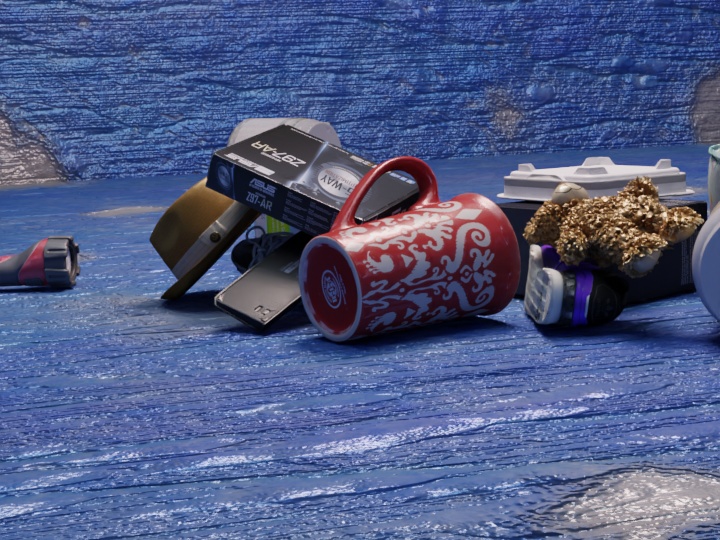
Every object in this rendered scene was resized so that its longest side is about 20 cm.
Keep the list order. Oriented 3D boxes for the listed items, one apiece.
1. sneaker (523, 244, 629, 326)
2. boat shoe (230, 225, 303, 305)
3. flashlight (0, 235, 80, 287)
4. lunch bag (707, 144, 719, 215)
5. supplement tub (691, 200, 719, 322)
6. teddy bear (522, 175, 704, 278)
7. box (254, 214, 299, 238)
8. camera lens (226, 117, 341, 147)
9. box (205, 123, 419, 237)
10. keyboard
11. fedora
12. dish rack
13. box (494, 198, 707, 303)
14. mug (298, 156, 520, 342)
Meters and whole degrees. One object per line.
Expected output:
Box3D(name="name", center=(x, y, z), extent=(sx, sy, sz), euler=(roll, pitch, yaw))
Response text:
Box3D(name="sneaker", center=(0.228, 0.022, 1.521), extent=(0.099, 0.070, 0.200), euler=(5, 12, -1))
Box3D(name="boat shoe", center=(-0.098, -0.016, 1.680), extent=(0.086, 0.075, 0.202), euler=(32, -9, -26))
Box3D(name="flashlight", center=(-0.463, -0.010, 1.857), extent=(0.200, 0.068, 0.068), euler=(0, 10, 6))
Box3D(name="lunch bag", center=(0.463, -0.062, 1.645), extent=(0.122, 0.171, 0.200), euler=(-8, 8, 8))
Box3D(name="supplement tub", center=(0.399, -0.012, 1.412), extent=(0.145, 0.146, 0.200), euler=(1, 9, 18))
Box3D(name="teddy bear", center=(0.251, -0.050, 1.475), extent=(0.145, 0.067, 0.200), euler=(-32, 26, -5))
Box3D(name="box", center=(-0.028, -0.052, 1.888), extent=(0.200, 0.113, 0.101), euler=(1, 9, 14))
Box3D(name="camera lens", center=(-0.158, -0.226, 2.921), extent=(0.200, 0.160, 0.160), euler=(4, 10, 33))
Box3D(name="box", center=(-0.048, -0.095, 1.635), extent=(0.200, 0.044, 0.160), euler=(25, 27, 21))
Box3D(name="keyboard", center=(-0.050, 0.009, 1.563), extent=(0.127, 0.021, 0.200), euler=(24, 45, 29))
Box3D(name="fedora", center=(-0.183, -0.055, 1.712), extent=(0.201, 0.082, 0.201), euler=(-46, 2, 3))
Box3D(name="dish rack", center=(0.281, -0.109, 1.738), extent=(0.200, 0.044, 0.172), euler=(-8, 11, -38))
Box3D(name="box", center=(0.268, -0.028, 1.686), extent=(0.182, 0.104, 0.200), euler=(-7, 10, -42))
Box3D(name="mug", center=(0.035, -0.013, 1.501), extent=(0.200, 0.134, 0.178), euler=(-14, 51, -36))
